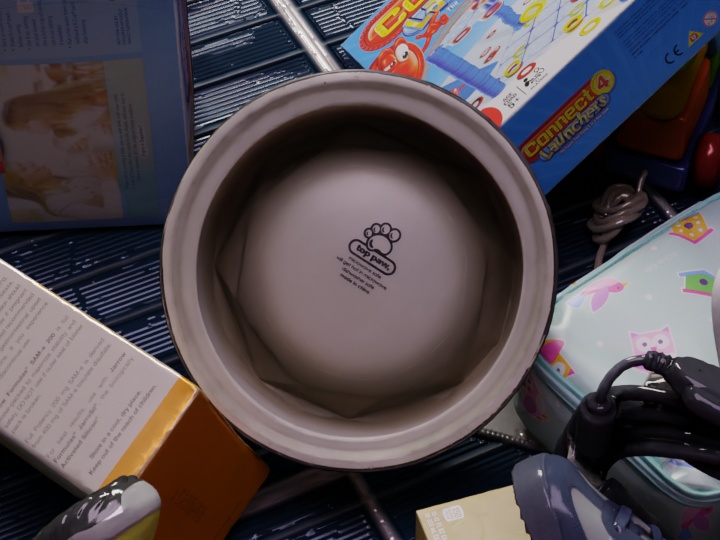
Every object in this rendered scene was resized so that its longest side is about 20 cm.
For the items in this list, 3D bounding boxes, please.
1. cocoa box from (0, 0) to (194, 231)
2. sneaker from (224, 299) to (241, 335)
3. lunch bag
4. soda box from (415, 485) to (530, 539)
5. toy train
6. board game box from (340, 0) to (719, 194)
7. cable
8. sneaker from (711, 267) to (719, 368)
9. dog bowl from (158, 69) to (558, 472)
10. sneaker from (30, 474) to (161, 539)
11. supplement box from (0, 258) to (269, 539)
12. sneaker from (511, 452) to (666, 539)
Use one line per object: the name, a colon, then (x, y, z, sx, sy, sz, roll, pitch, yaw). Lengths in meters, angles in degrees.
cocoa box: (-0.166, -0.136, 1.047, 0.133, 0.200, 0.132, -3, 48, -3)
sneaker: (-0.018, -0.026, 1.036, 0.078, 0.075, 0.200, 23, 53, 15)
lunch bag: (0.196, 0.050, 0.959, 0.200, 0.077, 0.160, -30, 54, -23)
soda box: (0.086, 0.199, 0.836, 0.067, 0.064, 0.200, -13, 48, -11)
toy train: (0.178, -0.101, 1.070, 0.084, 0.116, 0.200, 16, 50, 15)
board game box: (0.107, -0.149, 1.056, 0.200, 0.056, 0.196, -44, 33, 2)
cable: (0.178, 0.127, 0.835, 0.199, 0.163, 0.051, 29, 49, 10)
sneaker: (0.231, 0.086, 0.841, 0.071, 0.201, 0.099, -27, 19, -28)
dog bowl: (0.000, 0.000, 0.933, 0.199, 0.074, 0.201, 0, 91, 3)
sneaker: (-0.131, 0.174, 0.796, 0.076, 0.200, 0.075, 38, 25, 13)
supplement box: (-0.155, 0.059, 0.911, 0.200, 0.126, 0.074, 30, 77, 24)
sneaker: (0.152, 0.149, 0.812, 0.200, 0.082, 0.070, 50, 22, -5)
